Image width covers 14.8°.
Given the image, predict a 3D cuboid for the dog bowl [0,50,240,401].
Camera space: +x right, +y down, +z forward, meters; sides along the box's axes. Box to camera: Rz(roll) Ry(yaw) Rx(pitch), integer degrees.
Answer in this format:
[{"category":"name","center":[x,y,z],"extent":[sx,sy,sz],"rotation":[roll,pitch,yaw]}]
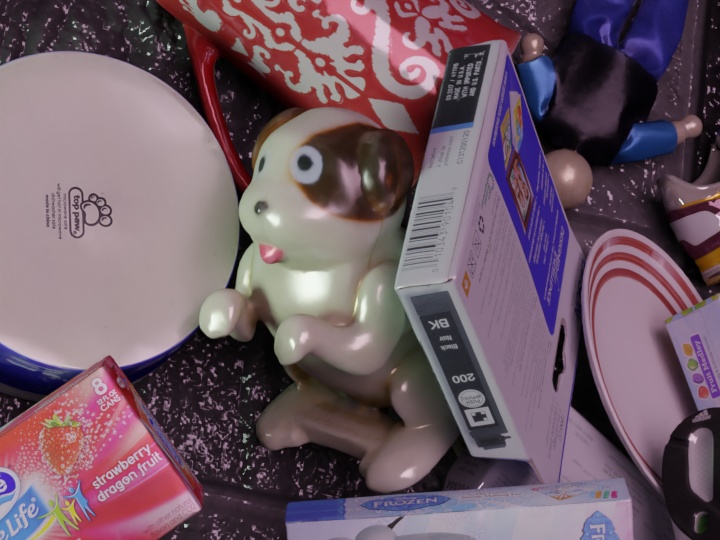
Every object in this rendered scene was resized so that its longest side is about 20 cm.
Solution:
[{"category":"dog bowl","center":[-0.175,-0.026,1.651],"extent":[0.199,0.079,0.201],"rotation":[6,74,-20]}]

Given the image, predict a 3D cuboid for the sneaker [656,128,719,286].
[{"category":"sneaker","center":[0.288,-0.073,1.845],"extent":[0.200,0.075,0.090],"rotation":[-33,94,-26]}]

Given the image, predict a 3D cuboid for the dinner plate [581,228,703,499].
[{"category":"dinner plate","center":[0.189,0.070,1.749],"extent":[0.200,0.024,0.201],"rotation":[36,41,-40]}]

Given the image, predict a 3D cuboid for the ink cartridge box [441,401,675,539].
[{"category":"ink cartridge box","center":[0.101,0.192,1.702],"extent":[0.160,0.047,0.200],"rotation":[42,79,-24]}]

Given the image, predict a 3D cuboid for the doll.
[{"category":"doll","center":[0.166,-0.126,1.828],"extent":[0.136,0.048,0.200],"rotation":[30,66,-10]}]

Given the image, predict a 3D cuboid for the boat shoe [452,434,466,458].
[{"category":"boat shoe","center":[0.086,0.039,1.739],"extent":[0.074,0.066,0.201],"rotation":[-5,79,-23]}]

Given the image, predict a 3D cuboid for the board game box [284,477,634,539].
[{"category":"board game box","center":[0.063,0.227,1.609],"extent":[0.198,0.043,0.201],"rotation":[-4,104,2]}]

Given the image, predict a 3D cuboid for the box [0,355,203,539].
[{"category":"box","center":[-0.194,0.144,1.546],"extent":[0.200,0.095,0.100],"rotation":[-34,93,-1]}]

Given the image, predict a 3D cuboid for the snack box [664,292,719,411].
[{"category":"snack box","center":[0.286,0.106,1.781],"extent":[0.142,0.053,0.201],"rotation":[-12,79,-46]}]

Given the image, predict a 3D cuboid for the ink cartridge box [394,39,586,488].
[{"category":"ink cartridge box","center":[0.082,0.005,1.624],"extent":[0.199,0.043,0.200],"rotation":[-77,151,-43]}]

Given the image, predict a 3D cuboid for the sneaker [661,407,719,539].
[{"category":"sneaker","center":[0.230,0.193,1.655],"extent":[0.115,0.075,0.201],"rotation":[36,53,-40]}]

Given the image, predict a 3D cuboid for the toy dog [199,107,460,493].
[{"category":"toy dog","center":[0.000,0.000,1.623],"extent":[0.194,0.139,0.200],"rotation":[-36,126,-20]}]

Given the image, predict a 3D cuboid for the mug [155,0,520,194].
[{"category":"mug","center":[-0.029,-0.138,1.714],"extent":[0.200,0.133,0.178],"rotation":[37,64,-4]}]
